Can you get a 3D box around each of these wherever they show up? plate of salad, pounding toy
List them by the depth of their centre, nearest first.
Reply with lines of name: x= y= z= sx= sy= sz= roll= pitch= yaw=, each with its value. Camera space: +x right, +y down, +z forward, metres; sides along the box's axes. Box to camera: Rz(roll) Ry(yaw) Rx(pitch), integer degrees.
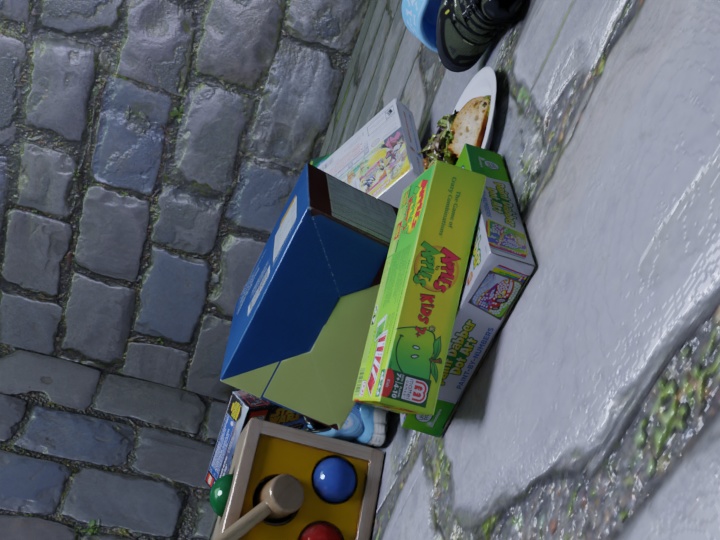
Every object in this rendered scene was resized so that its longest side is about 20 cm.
pounding toy: x=-0.090 y=0.265 z=0.844 sx=0.142 sy=0.199 sz=0.185 roll=126 pitch=158 yaw=-62
plate of salad: x=0.100 y=-0.132 z=0.879 sx=0.200 sy=0.048 sz=0.201 roll=-164 pitch=90 yaw=-80

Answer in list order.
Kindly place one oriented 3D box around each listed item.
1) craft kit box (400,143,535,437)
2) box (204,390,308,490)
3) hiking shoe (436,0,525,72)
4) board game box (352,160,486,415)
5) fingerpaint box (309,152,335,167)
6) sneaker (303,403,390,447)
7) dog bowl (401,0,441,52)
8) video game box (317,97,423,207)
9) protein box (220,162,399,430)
craft kit box: x=0.087 y=0.013 z=0.731 sx=0.200 sy=0.048 sz=0.198 roll=-89 pitch=21 yaw=-57
box: x=-0.094 y=0.211 z=1.026 sx=0.040 sy=0.199 sz=0.137 roll=37 pitch=115 yaw=38
hiking shoe: x=0.135 y=-0.294 z=0.863 sx=0.101 sy=0.075 sz=0.200 roll=-79 pitch=11 yaw=-46
board game box: x=0.048 y=0.019 z=0.673 sx=0.102 sy=0.047 sz=0.201 roll=146 pitch=139 yaw=-74
fingerpaint box: x=-0.028 y=-0.090 z=1.252 sx=0.166 sy=0.073 sz=0.201 roll=-6 pitch=64 yaw=46
sneaker: x=-0.024 y=0.176 z=0.945 sx=0.200 sy=0.089 sz=0.079 roll=118 pitch=166 yaw=-62
dog bowl: x=0.124 y=-0.350 z=0.940 sx=0.050 sy=0.111 sz=0.201 roll=-103 pitch=28 yaw=-45
video game box: x=0.003 y=-0.128 z=1.131 sx=0.200 sy=0.047 sz=0.183 roll=-38 pitch=33 yaw=26
protein box: x=-0.041 y=0.019 z=0.842 sx=0.199 sy=0.134 sz=0.200 roll=-61 pitch=12 yaw=15
